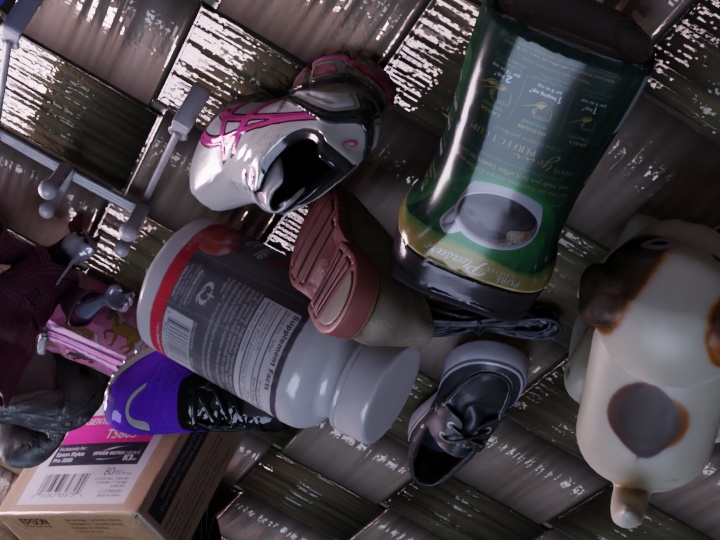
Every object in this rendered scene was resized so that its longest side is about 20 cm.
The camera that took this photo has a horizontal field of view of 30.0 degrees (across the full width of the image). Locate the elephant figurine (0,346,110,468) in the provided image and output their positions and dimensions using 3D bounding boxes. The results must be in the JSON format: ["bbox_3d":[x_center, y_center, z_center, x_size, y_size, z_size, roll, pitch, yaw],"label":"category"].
[{"bbox_3d":[-0.301,0.106,1.227,0.199,0.156,0.141,26,-179,17],"label":"elephant figurine"}]

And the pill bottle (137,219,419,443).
[{"bbox_3d":[-0.060,0.049,1.013,0.199,0.111,0.111,27,147,20],"label":"pill bottle"}]

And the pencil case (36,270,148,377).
[{"bbox_3d":[-0.201,0.067,1.180,0.199,0.087,0.083,25,154,-5],"label":"pencil case"}]

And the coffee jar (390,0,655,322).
[{"bbox_3d":[0.090,-0.066,0.804,0.104,0.086,0.201,20,123,-3],"label":"coffee jar"}]

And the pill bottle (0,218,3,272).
[{"bbox_3d":[-0.415,-0.018,1.171,0.199,0.111,0.111,-4,136,33],"label":"pill bottle"}]

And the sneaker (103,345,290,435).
[{"bbox_3d":[-0.106,0.099,1.089,0.099,0.199,0.070,24,115,49],"label":"sneaker"}]

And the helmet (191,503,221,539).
[{"bbox_3d":[-0.234,0.294,1.403,0.198,0.191,0.201,-6,124,-10],"label":"helmet"}]

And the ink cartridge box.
[{"bbox_3d":[-0.226,0.187,1.281,0.199,0.165,0.075,-9,132,35],"label":"ink cartridge box"}]

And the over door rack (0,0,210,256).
[{"bbox_3d":[-0.213,-0.093,0.990,0.147,0.067,0.200,28,144,-8],"label":"over door rack"}]

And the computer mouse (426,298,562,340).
[{"bbox_3d":[0.062,-0.011,0.977,0.139,0.046,0.200,-1,149,24],"label":"computer mouse"}]

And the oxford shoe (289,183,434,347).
[{"bbox_3d":[0.000,0.000,0.919,0.074,0.200,0.071,23,112,-20],"label":"oxford shoe"}]

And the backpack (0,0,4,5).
[{"bbox_3d":[-0.291,-0.218,0.806,0.198,0.169,0.163,2,146,19],"label":"backpack"}]

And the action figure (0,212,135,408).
[{"bbox_3d":[-0.275,0.035,1.089,0.134,0.200,0.149,41,144,0],"label":"action figure"}]

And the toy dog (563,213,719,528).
[{"bbox_3d":[0.188,0.048,0.865,0.139,0.194,0.201,25,153,19],"label":"toy dog"}]

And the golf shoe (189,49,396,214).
[{"bbox_3d":[-0.063,-0.077,0.920,0.072,0.093,0.199,38,143,-23],"label":"golf shoe"}]

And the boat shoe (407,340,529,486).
[{"bbox_3d":[0.081,0.125,1.106,0.069,0.067,0.200,18,148,-12],"label":"boat shoe"}]
